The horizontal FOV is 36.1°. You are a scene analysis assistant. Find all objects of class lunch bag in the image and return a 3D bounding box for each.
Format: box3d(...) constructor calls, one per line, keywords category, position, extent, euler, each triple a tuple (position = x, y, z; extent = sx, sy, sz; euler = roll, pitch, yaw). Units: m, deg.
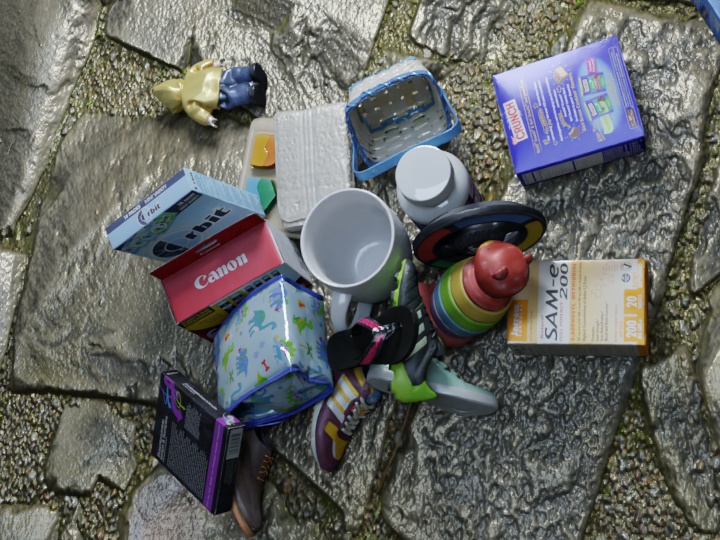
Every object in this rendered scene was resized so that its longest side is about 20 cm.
box3d(category="lunch bag", position=(-0.145, 0.135, 1.678), extent=(0.198, 0.127, 0.172), euler=(-30, 50, 27))

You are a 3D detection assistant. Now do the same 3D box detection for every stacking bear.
box3d(category="stacking bear", position=(0.169, 0.024, 1.572), extent=(0.120, 0.200, 0.115), euler=(-18, 76, -31))

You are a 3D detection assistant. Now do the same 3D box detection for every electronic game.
box3d(category="electronic game", position=(0.172, -0.047, 1.601), extent=(0.197, 0.200, 0.042), euler=(-15, 69, 14))

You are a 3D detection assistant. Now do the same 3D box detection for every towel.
box3d(category="towel", position=(-0.072, -0.166, 1.771), extent=(0.130, 0.034, 0.204), euler=(-7, 77, 16))

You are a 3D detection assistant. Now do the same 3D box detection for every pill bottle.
box3d(category="pill bottle", position=(0.116, -0.111, 1.637), extent=(0.110, 0.200, 0.114), euler=(-5, 74, 16))

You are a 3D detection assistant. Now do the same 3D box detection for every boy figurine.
box3d(category="boy figurine", position=(-0.260, -0.301, 1.890), extent=(0.196, 0.064, 0.127), euler=(-6, 74, 17))

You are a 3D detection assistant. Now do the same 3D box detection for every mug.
box3d(category="mug", position=(0.000, 0.000, 1.659), extent=(0.145, 0.175, 0.204), euler=(10, 79, 21))

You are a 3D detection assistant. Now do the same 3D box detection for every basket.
box3d(category="basket", position=(0.064, -0.230, 1.703), extent=(0.174, 0.140, 0.201), euler=(-22, 33, 12))

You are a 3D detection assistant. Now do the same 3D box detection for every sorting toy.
box3d(category="sorting toy", position=(-0.117, -0.154, 1.816), extent=(0.182, 0.036, 0.204), euler=(8, 78, 20))

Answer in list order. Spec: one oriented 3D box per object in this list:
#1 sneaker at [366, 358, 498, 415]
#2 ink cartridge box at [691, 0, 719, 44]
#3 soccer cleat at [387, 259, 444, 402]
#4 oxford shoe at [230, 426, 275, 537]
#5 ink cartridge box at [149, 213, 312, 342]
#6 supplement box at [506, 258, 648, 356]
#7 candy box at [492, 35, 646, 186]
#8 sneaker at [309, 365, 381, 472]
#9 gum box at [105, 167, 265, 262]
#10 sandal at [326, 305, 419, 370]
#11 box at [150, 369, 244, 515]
box3d(category="sneaker", position=(0.118, 0.136, 1.634), extent=(0.197, 0.074, 0.120), euler=(17, 64, 6))
box3d(category="ink cartridge box", position=(0.582, -0.397, 1.633), extent=(0.135, 0.076, 0.202), euler=(-29, 70, 9))
box3d(category="soccer cleat", position=(0.080, 0.086, 1.577), extent=(0.079, 0.068, 0.204), euler=(1, 83, 1))
box3d(category="oxford shoe", position=(-0.167, 0.301, 1.689), extent=(0.072, 0.071, 0.203), euler=(-14, 71, 10))
box3d(category="ink cartridge box", position=(-0.200, 0.013, 1.721), extent=(0.198, 0.175, 0.085), euler=(-30, 68, 9))
box3d(category="supplement box", position=(0.314, 0.054, 1.595), extent=(0.196, 0.074, 0.128), euler=(-2, 74, 18))
box3d(category="candy box", position=(0.315, -0.239, 1.675), extent=(0.197, 0.077, 0.172), euler=(-15, 72, 13))
box3d(category="sneaker", position=(-0.017, 0.204, 1.663), extent=(0.089, 0.075, 0.204), euler=(3, 77, 24))
box3d(category="gum box", position=(-0.272, -0.077, 1.739), extent=(0.169, 0.199, 0.045), euler=(-33, 67, 20))
box3d(category="sandal", position=(0.008, 0.101, 1.555), extent=(0.199, 0.045, 0.077), euler=(-23, 68, 45))
box3d(category="box", position=(-0.251, 0.257, 1.679), extent=(0.199, 0.036, 0.145), euler=(29, 115, 43))
